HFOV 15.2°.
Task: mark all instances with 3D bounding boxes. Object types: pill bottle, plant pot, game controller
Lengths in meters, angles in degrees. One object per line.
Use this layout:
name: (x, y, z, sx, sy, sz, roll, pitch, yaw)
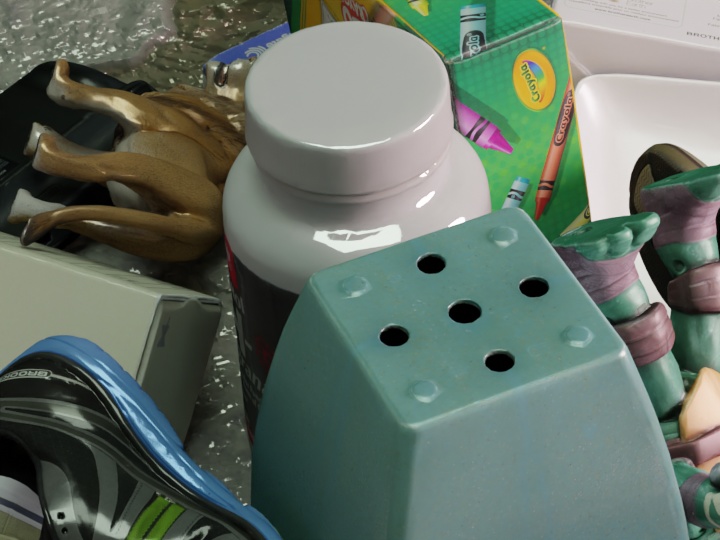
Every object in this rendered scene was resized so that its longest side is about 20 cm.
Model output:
pill bottle: (0.000, 0.000, 1.121, 0.110, 0.201, 0.111, -2, 42, 2)
plant pot: (0.041, 0.088, 1.025, 0.141, 0.201, 0.142, -19, 46, -16)
game controller: (-0.176, -0.036, 1.295, 0.104, 0.042, 0.200, 15, 44, 39)

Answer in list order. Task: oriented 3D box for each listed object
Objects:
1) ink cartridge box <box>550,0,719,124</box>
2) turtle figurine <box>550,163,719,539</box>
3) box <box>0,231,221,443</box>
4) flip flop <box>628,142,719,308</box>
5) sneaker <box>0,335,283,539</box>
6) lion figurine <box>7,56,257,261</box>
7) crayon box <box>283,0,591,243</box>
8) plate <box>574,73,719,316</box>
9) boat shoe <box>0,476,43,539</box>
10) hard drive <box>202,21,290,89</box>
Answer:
ink cartridge box: (0.165, -0.132, 1.327, 0.136, 0.077, 0.200, 11, 39, 5)
turtle figurine: (0.144, 0.066, 1.065, 0.100, 0.201, 0.150, -17, 9, 27)
box: (-0.171, 0.020, 1.161, 0.199, 0.078, 0.095, 17, 1, 15)
flip flop: (0.200, 0.009, 1.133, 0.200, 0.081, 0.058, 30, 53, 18)
sneaker: (-0.082, 0.110, 1.026, 0.083, 0.071, 0.200, -36, 63, -22)
lion figurine: (-0.090, -0.041, 1.214, 0.122, 0.073, 0.200, 19, 27, -9)
crayon box: (0.029, -0.092, 1.214, 0.058, 0.119, 0.200, -22, 35, -15)
plate: (0.183, 0.009, 1.192, 0.199, 0.032, 0.201, 4, 62, 9)
boat shoe: (-0.142, 0.110, 1.121, 0.199, 0.072, 0.062, 20, 87, 22)
hard drive: (0.031, -0.069, 1.320, 0.132, 0.025, 0.200, -27, 48, -23)
